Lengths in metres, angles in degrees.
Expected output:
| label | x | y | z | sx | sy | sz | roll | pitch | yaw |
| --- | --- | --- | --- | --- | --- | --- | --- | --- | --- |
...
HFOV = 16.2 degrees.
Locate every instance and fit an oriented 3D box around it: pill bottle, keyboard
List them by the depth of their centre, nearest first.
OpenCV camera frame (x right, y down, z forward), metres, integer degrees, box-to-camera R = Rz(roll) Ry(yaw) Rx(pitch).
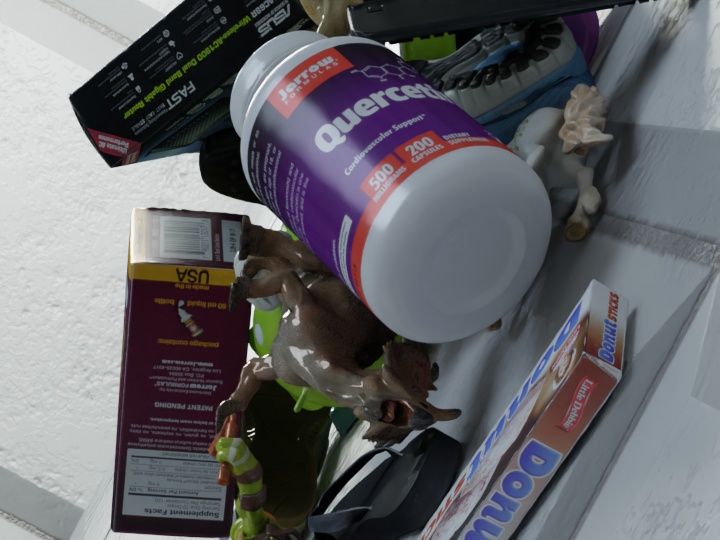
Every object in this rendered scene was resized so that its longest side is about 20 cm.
| label | x | y | z | sx | sy | sz | roll | pitch | yaw |
| --- | --- | --- | --- | --- | --- | --- | --- | --- | --- |
| pill bottle | 0.009 | -0.054 | 1.374 | 0.200 | 0.112 | 0.113 | 44 | 109 | 45 |
| keyboard | 0.090 | -0.159 | 1.480 | 0.127 | 0.199 | 0.021 | -100 | 2 | -70 |

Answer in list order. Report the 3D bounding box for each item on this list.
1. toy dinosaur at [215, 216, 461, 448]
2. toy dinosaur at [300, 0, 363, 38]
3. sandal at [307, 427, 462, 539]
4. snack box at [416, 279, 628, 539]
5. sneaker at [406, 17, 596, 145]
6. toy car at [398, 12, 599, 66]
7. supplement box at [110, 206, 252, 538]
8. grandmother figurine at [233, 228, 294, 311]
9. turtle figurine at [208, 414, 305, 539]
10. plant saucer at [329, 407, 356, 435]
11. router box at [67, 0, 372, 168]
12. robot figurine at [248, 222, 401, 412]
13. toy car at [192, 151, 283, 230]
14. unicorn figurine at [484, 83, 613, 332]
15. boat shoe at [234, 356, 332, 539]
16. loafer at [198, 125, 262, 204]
| label | x | y | z | sx | sy | sz | roll | pitch | yaw |
| --- | --- | --- | --- | --- | --- | --- | --- | --- | --- |
| toy dinosaur | -0.007 | 0.029 | 1.438 | 0.086 | 0.135 | 0.201 | 98 | 179 | -48 |
| toy dinosaur | -0.015 | -0.164 | 1.543 | 0.058 | 0.102 | 0.200 | -18 | 4 | 6 |
| sandal | 0.005 | 0.131 | 1.480 | 0.076 | 0.043 | 0.200 | -66 | 8 | -29 |
| snack box | 0.069 | 0.100 | 1.226 | 0.200 | 0.024 | 0.072 | -58 | 7 | 29 |
| sneaker | 0.059 | -0.080 | 1.533 | 0.199 | 0.090 | 0.079 | -19 | 37 | 36 |
| toy car | 0.081 | -0.158 | 1.649 | 0.200 | 0.149 | 0.176 | -71 | -22 | -69 |
| supplement box | -0.123 | 0.070 | 1.745 | 0.110 | 0.085 | 0.201 | -99 | 14 | -68 |
| grandmother figurine | 0.000 | 0.000 | 1.574 | 0.199 | 0.061 | 0.122 | -1 | 44 | 39 |
| turtle figurine | -0.062 | 0.198 | 1.578 | 0.161 | 0.064 | 0.201 | -98 | 7 | -65 |
| plant saucer | 0.019 | 0.029 | 1.855 | 0.070 | 0.019 | 0.200 | -55 | 11 | 46 |
| router box | -0.082 | -0.152 | 1.737 | 0.200 | 0.062 | 0.150 | -35 | -8 | 29 |
| robot figurine | -0.007 | 0.012 | 1.711 | 0.176 | 0.115 | 0.200 | -58 | 9 | 34 |
| toy car | -0.058 | -0.071 | 1.902 | 0.158 | 0.199 | 0.164 | -58 | 8 | 29 |
| unicorn figurine | 0.072 | -0.037 | 1.454 | 0.200 | 0.074 | 0.138 | -30 | 32 | 22 |
| boat shoe | -0.058 | 0.131 | 1.824 | 0.201 | 0.073 | 0.063 | -89 | 13 | -54 |
| loafer | -0.019 | -0.093 | 1.802 | 0.068 | 0.199 | 0.071 | 95 | 162 | -44 |
